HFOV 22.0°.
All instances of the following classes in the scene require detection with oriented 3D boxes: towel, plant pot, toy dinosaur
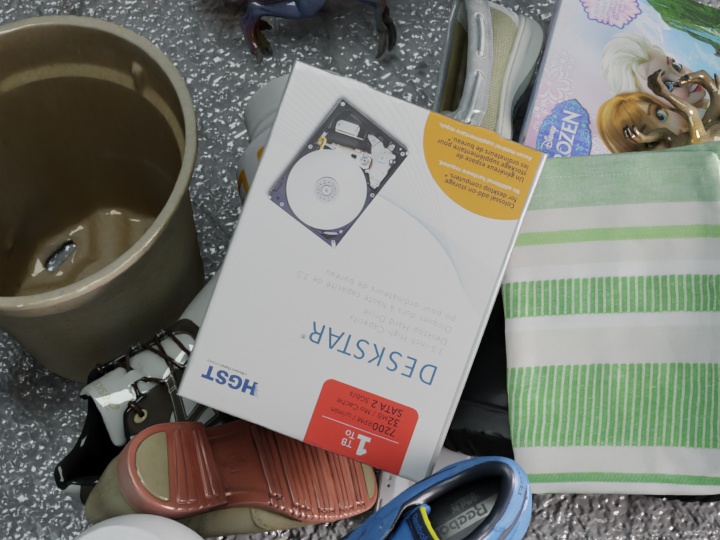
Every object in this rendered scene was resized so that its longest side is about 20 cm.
[{"bbox_3d":[0.153,0.030,1.084,0.151,0.023,0.202,-4,87,25],"label":"towel"},{"bbox_3d":[-0.181,-0.026,1.169,0.199,0.184,0.202,-4,62,7],"label":"plant pot"},{"bbox_3d":[-0.008,-0.205,1.262,0.181,0.199,0.106,-18,79,32],"label":"toy dinosaur"},{"bbox_3d":[0.236,-0.085,1.154,0.199,0.058,0.102,-19,80,-16],"label":"toy dinosaur"}]

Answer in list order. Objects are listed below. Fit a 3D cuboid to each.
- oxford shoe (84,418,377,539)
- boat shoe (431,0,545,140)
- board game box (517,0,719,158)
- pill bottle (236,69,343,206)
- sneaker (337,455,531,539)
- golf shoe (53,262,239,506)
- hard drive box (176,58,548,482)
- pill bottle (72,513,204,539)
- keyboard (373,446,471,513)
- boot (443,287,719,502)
[{"bbox_3d":[-0.077,0.129,1.125,0.199,0.074,0.071,9,57,-40],"label":"oxford shoe"},{"bbox_3d":[0.062,-0.098,1.183,0.064,0.074,0.203,30,55,-8],"label":"boat shoe"},{"bbox_3d":[0.205,-0.089,1.196,0.198,0.041,0.201,18,56,-1],"label":"board game box"},{"bbox_3d":[-0.017,-0.027,1.196,0.108,0.109,0.201,-16,63,-1],"label":"pill bottle"},{"bbox_3d":[0.006,0.163,0.996,0.199,0.079,0.066,-34,70,-9],"label":"sneaker"},{"bbox_3d":[-0.114,0.069,1.130,0.078,0.094,0.201,38,104,41],"label":"golf shoe"},{"bbox_3d":[0.000,0.000,1.066,0.155,0.077,0.201,19,93,-3],"label":"hard drive box"},{"bbox_3d":[-0.120,0.206,1.056,0.110,0.200,0.112,-2,66,4],"label":"pill bottle"},{"bbox_3d":[0.049,0.078,1.202,0.056,0.011,0.201,8,68,4],"label":"keyboard"},{"bbox_3d":[0.154,0.046,1.167,0.199,0.077,0.169,11,70,14],"label":"boot"}]
